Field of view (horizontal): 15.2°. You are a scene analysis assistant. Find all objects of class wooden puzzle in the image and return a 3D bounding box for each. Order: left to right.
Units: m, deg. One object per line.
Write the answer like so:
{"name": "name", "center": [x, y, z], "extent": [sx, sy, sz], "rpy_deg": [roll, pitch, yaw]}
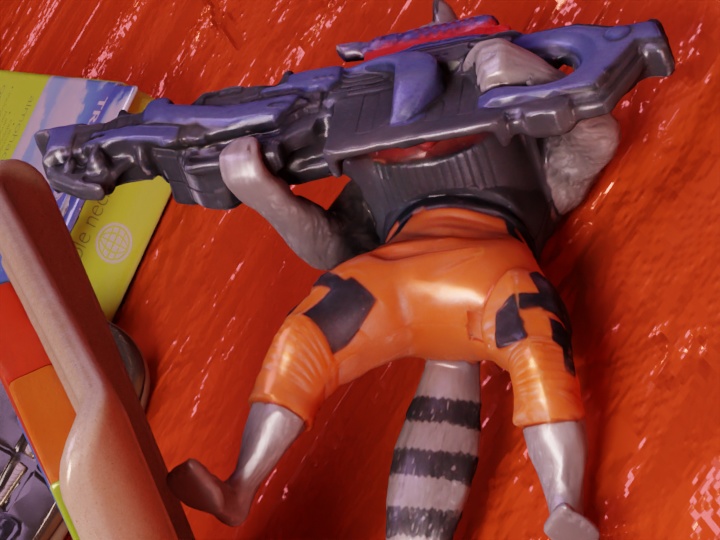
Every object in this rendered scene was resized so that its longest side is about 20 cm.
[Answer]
{"name": "wooden puzzle", "center": [-0.070, 0.082, 0.797], "extent": [0.037, 0.186, 0.200], "rpy_deg": [-22, 27, -4]}

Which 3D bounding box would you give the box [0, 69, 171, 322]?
{"name": "box", "center": [-0.139, -0.022, 1.156], "extent": [0.200, 0.047, 0.123], "rpy_deg": [12, 77, 64]}

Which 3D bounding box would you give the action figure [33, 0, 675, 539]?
{"name": "action figure", "center": [0.000, 0.000, 0.804], "extent": [0.199, 0.105, 0.194], "rpy_deg": [-3, 48, 21]}

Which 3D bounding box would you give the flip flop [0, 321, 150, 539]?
{"name": "flip flop", "center": [-0.153, 0.103, 1.049], "extent": [0.081, 0.058, 0.200], "rpy_deg": [39, 89, 20]}
